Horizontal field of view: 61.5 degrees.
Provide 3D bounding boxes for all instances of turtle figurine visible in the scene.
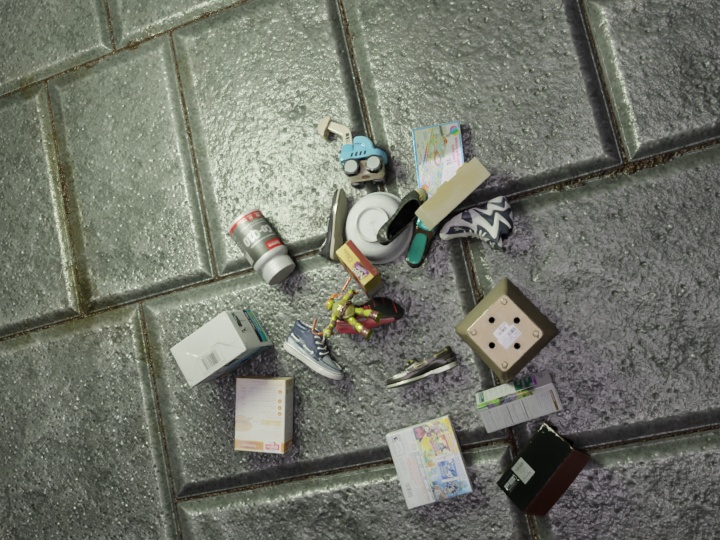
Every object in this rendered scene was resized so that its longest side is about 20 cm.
[{"bbox_3d":[-0.028,0.104,1.593,0.160,0.065,0.201,23,56,19],"label":"turtle figurine"}]

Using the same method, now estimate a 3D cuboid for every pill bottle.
[{"bbox_3d":[-0.279,-0.066,1.730,0.114,0.114,0.201,-40,78,9],"label":"pill bottle"}]

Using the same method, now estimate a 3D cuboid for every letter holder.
[{"bbox_3d":[0.462,0.501,1.516,0.201,0.142,0.101,-54,44,6],"label":"letter holder"}]

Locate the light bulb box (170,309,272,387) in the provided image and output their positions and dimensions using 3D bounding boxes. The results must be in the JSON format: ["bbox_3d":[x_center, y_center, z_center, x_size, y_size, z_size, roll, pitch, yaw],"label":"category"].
[{"bbox_3d":[-0.382,0.212,1.696,0.197,0.200,0.126,-33,81,10],"label":"light bulb box"}]

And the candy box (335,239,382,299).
[{"bbox_3d":[0.000,0.000,1.606,0.056,0.200,0.117,-39,78,-6],"label":"candy box"}]

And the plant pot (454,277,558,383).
[{"bbox_3d":[0.361,0.152,1.515,0.200,0.177,0.200,-46,76,8],"label":"plant pot"}]

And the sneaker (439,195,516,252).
[{"bbox_3d":[0.317,-0.095,1.591,0.197,0.080,0.131,-24,72,2],"label":"sneaker"}]

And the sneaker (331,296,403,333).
[{"bbox_3d":[0.020,0.131,1.670,0.197,0.088,0.074,-6,46,-2],"label":"sneaker"}]

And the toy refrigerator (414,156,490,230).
[{"bbox_3d":[0.236,-0.200,1.571,0.200,0.076,0.070,-42,89,-6],"label":"toy refrigerator"}]

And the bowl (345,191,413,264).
[{"bbox_3d":[0.041,-0.122,1.662,0.198,0.090,0.205,-1,86,15],"label":"bowl"}]

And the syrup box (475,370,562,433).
[{"bbox_3d":[0.398,0.331,1.533,0.198,0.079,0.082,-23,102,13],"label":"syrup box"}]

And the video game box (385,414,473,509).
[{"bbox_3d":[0.182,0.506,1.608,0.180,0.047,0.203,-20,82,15],"label":"video game box"}]

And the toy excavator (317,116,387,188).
[{"bbox_3d":[-0.022,-0.341,1.700,0.191,0.100,0.203,-6,72,12],"label":"toy excavator"}]

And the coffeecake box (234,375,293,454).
[{"bbox_3d":[-0.273,0.406,1.720,0.151,0.073,0.203,0,86,15],"label":"coffeecake box"}]

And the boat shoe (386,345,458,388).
[{"bbox_3d":[0.158,0.261,1.619,0.199,0.072,0.061,-21,77,6],"label":"boat shoe"}]

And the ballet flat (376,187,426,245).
[{"bbox_3d":[0.117,-0.139,1.597,0.067,0.057,0.201,48,71,-26],"label":"ballet flat"}]

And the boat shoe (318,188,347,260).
[{"bbox_3d":[-0.082,-0.132,1.705,0.062,0.072,0.203,8,92,25],"label":"boat shoe"}]

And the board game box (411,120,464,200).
[{"bbox_3d":[0.218,-0.295,1.654,0.132,0.034,0.203,-7,85,15],"label":"board game box"}]

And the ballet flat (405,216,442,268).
[{"bbox_3d":[0.173,-0.099,1.632,0.067,0.068,0.202,24,83,15],"label":"ballet flat"}]

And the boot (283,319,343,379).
[{"bbox_3d":[-0.120,0.220,1.690,0.198,0.073,0.091,29,100,15],"label":"boot"}]
